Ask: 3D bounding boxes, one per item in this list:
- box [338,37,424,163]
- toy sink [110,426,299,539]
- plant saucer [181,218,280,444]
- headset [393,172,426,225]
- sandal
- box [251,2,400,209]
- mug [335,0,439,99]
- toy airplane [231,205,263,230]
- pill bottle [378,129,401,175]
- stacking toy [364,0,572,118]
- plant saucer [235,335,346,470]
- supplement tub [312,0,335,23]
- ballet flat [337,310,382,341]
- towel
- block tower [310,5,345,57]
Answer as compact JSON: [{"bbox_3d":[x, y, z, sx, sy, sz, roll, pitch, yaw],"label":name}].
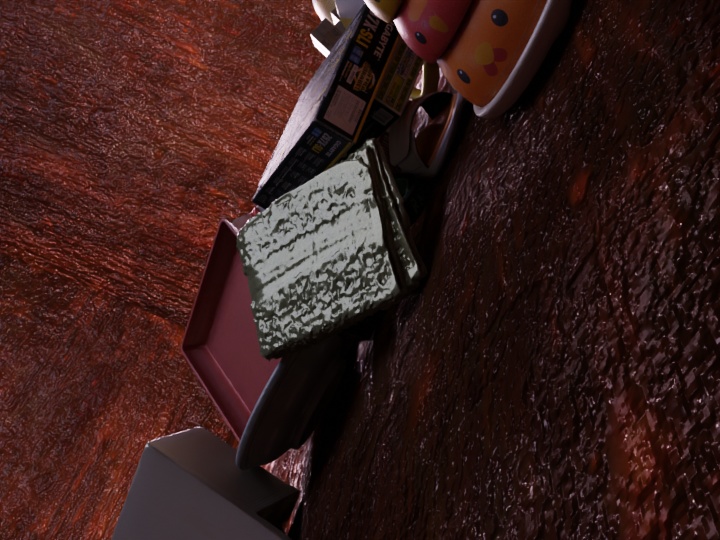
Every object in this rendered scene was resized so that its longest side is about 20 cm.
[{"bbox_3d":[0.007,-0.180,0.850,0.199,0.034,0.112,-32,33,63],"label":"box"},{"bbox_3d":[-0.145,0.279,0.821,0.112,0.197,0.133,3,-69,-66],"label":"toy sink"},{"bbox_3d":[-0.134,0.076,0.914,0.200,0.036,0.203,46,124,38],"label":"plant saucer"},{"bbox_3d":[-0.027,-0.045,0.793,0.198,0.095,0.124,-30,22,22],"label":"headset"},{"bbox_3d":[0.054,-0.136,0.808,0.207,0.058,0.081,158,133,-79],"label":"sandal"},{"bbox_3d":[-0.037,-0.161,0.801,0.200,0.049,0.162,-36,31,59],"label":"box"},{"bbox_3d":[0.074,-0.327,0.956,0.149,0.187,0.153,-44,36,-5],"label":"mug"},{"bbox_3d":[-0.097,-0.015,1.107,0.140,0.197,0.204,-11,57,52],"label":"toy airplane"},{"bbox_3d":[0.001,-0.132,0.995,0.110,0.107,0.204,131,159,-68],"label":"pill bottle"},{"bbox_3d":[0.044,-0.211,0.548,0.146,0.196,0.149,-158,90,-83],"label":"stacking toy"},{"bbox_3d":[-0.061,0.132,0.829,0.203,0.049,0.201,-60,-9,-15],"label":"plant saucer"},{"bbox_3d":[0.014,-0.391,1.156,0.143,0.203,0.145,-27,-14,-7],"label":"supplement tub"},{"bbox_3d":[0.000,0.000,0.835,0.201,0.056,0.067,-80,15,-58],"label":"ballet flat"},{"bbox_3d":[-0.034,-0.012,0.707,0.198,0.036,0.151,-29,67,33],"label":"towel"},{"bbox_3d":[0.020,-0.365,1.048,0.200,0.058,0.054,-46,-13,-3],"label":"block tower"}]
